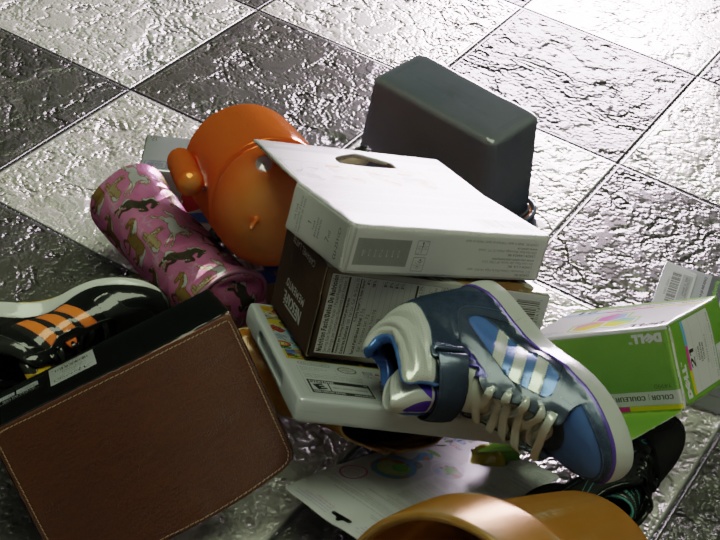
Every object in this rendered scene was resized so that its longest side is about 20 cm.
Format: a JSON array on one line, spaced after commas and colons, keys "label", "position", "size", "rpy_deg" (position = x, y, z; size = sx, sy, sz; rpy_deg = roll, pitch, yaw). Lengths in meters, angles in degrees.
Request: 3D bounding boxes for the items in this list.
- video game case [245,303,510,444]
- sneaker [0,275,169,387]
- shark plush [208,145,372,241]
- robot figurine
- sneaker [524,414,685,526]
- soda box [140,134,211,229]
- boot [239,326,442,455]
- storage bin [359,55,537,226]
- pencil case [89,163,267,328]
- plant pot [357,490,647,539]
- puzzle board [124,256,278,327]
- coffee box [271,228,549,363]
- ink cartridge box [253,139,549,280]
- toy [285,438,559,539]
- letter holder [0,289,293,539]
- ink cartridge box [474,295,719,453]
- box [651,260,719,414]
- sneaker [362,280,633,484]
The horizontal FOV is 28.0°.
[{"label": "video game case", "position": [0.020, 0.083, 1.171], "size": [0.199, 0.023, 0.182], "rpy_deg": [8, 19, -20]}, {"label": "sneaker", "position": [-0.258, 0.067, 1.232], "size": [0.199, 0.070, 0.090], "rpy_deg": [-9, 44, -9]}, {"label": "shark plush", "position": [-0.048, -0.039, 1.391], "size": [0.199, 0.083, 0.091], "rpy_deg": [-20, 63, 8]}, {"label": "robot figurine", "position": [-0.088, -0.077, 1.286], "size": [0.116, 0.144, 0.200], "rpy_deg": [-40, 33, 1]}, {"label": "sneaker", "position": [0.209, 0.178, 1.156], "size": [0.200, 0.076, 0.079], "rpy_deg": [-33, 17, -35]}, {"label": "soda box", "position": [-0.120, -0.081, 1.439], "size": [0.198, 0.068, 0.064], "rpy_deg": [6, 38, -3]}, {"label": "boot", "position": [-0.037, 0.101, 1.195], "size": [0.200, 0.071, 0.144], "rpy_deg": [5, 15, -16]}, {"label": "storage bin", "position": [0.095, -0.127, 1.483], "size": [0.199, 0.135, 0.145], "rpy_deg": [33, 45, 27]}, {"label": "pencil case", "position": [-0.167, -0.018, 1.317], "size": [0.086, 0.083, 0.200], "rpy_deg": [-27, 48, -23]}, {"label": "plant pot", "position": [0.113, 0.239, 1.003], "size": [0.200, 0.201, 0.183], "rpy_deg": [35, 30, 30]}, {"label": "puzzle board", "position": [-0.113, 0.042, 1.331], "size": [0.199, 0.017, 0.151], "rpy_deg": [-10, 41, -22]}, {"label": "coffee box", "position": [0.039, 0.023, 1.195], "size": [0.199, 0.080, 0.114], "rpy_deg": [8, 18, -21]}, {"label": "ink cartridge box", "position": [0.028, -0.049, 1.193], "size": [0.199, 0.045, 0.176], "rpy_deg": [3, 23, -34]}, {"label": "toy", "position": [0.051, 0.184, 1.153], "size": [0.199, 0.048, 0.115], "rpy_deg": [-18, 31, -39]}, {"label": "letter holder", "position": [-0.170, 0.128, 1.126], "size": [0.199, 0.143, 0.101], "rpy_deg": [-27, 15, -10]}, {"label": "ink cartridge box", "position": [0.198, 0.086, 1.197], "size": [0.147, 0.076, 0.199], "rpy_deg": [-8, 7, 39]}, {"label": "box", "position": [0.363, 0.077, 1.354], "size": [0.199, 0.041, 0.156], "rpy_deg": [17, 40, 13]}, {"label": "sneaker", "position": [0.088, 0.100, 1.064], "size": [0.146, 0.081, 0.200], "rpy_deg": [-21, 58, -33]}]
